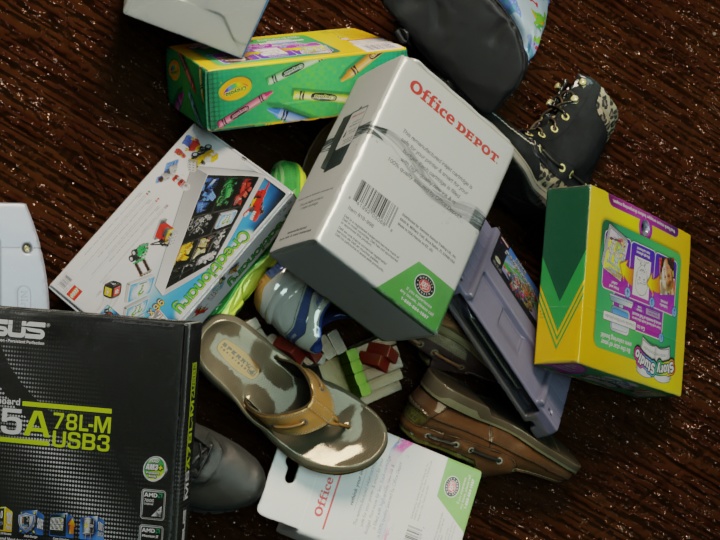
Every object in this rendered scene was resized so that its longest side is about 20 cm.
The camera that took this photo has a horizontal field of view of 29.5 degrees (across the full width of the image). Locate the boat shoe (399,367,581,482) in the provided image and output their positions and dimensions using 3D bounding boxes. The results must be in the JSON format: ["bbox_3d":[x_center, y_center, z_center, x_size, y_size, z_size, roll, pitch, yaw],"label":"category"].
[{"bbox_3d":[0.124,0.165,1.333,0.199,0.072,0.068,30,99,-21],"label":"boat shoe"}]

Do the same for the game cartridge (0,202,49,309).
[{"bbox_3d":[-0.336,0.041,1.180,0.132,0.041,0.202,2,81,-26],"label":"game cartridge"}]

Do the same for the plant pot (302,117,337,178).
[{"bbox_3d":[0.029,-0.066,1.348,0.198,0.027,0.202,3,81,-21],"label":"plant pot"}]

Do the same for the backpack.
[{"bbox_3d":[0.112,-0.267,1.334,0.154,0.200,0.163,-41,101,15],"label":"backpack"}]

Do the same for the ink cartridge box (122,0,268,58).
[{"bbox_3d":[-0.150,-0.285,1.256,0.115,0.068,0.201,19,30,-18],"label":"ink cartridge box"}]

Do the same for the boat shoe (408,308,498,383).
[{"bbox_3d":[0.085,0.063,1.324,0.199,0.072,0.073,31,45,-40],"label":"boat shoe"}]

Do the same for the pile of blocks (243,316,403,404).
[{"bbox_3d":[-0.044,0.090,1.274,0.198,0.062,0.083,6,79,-20],"label":"pile of blocks"}]

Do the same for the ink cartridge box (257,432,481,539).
[{"bbox_3d":[0.000,0.207,1.269,0.199,0.067,0.118,25,73,-16],"label":"ink cartridge box"}]

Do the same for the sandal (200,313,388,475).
[{"bbox_3d":[-0.063,0.109,1.199,0.199,0.054,0.081,38,71,-3],"label":"sandal"}]

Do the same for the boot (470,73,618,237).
[{"bbox_3d":[0.180,-0.141,1.378,0.203,0.073,0.155,41,64,-37],"label":"boot"}]

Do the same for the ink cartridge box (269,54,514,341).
[{"bbox_3d":[0.031,-0.062,1.195,0.146,0.083,0.201,38,64,-24],"label":"ink cartridge box"}]

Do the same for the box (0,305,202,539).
[{"bbox_3d":[-0.234,0.130,1.117,0.198,0.048,0.195,5,93,8],"label":"box"}]

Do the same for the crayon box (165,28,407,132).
[{"bbox_3d":[-0.069,-0.180,1.271,0.198,0.119,0.059,-10,112,-23],"label":"crayon box"}]

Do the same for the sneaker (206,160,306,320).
[{"bbox_3d":[-0.117,-0.028,1.257,0.083,0.074,0.201,39,70,-16],"label":"sneaker"}]

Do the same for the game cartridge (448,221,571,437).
[{"bbox_3d":[0.143,0.046,1.322,0.201,0.038,0.130,55,36,-18],"label":"game cartridge"}]

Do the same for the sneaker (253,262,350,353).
[{"bbox_3d":[0.000,0.000,1.259,0.200,0.075,0.088,-39,71,-16],"label":"sneaker"}]

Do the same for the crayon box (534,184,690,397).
[{"bbox_3d":[0.254,0.026,1.364,0.199,0.058,0.174,19,73,-46],"label":"crayon box"}]

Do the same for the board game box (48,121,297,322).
[{"bbox_3d":[-0.164,-0.021,1.208,0.126,0.035,0.200,36,79,23],"label":"board game box"}]

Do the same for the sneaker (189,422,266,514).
[{"bbox_3d":[-0.174,0.151,1.180,0.198,0.091,0.076,23,72,-4],"label":"sneaker"}]
